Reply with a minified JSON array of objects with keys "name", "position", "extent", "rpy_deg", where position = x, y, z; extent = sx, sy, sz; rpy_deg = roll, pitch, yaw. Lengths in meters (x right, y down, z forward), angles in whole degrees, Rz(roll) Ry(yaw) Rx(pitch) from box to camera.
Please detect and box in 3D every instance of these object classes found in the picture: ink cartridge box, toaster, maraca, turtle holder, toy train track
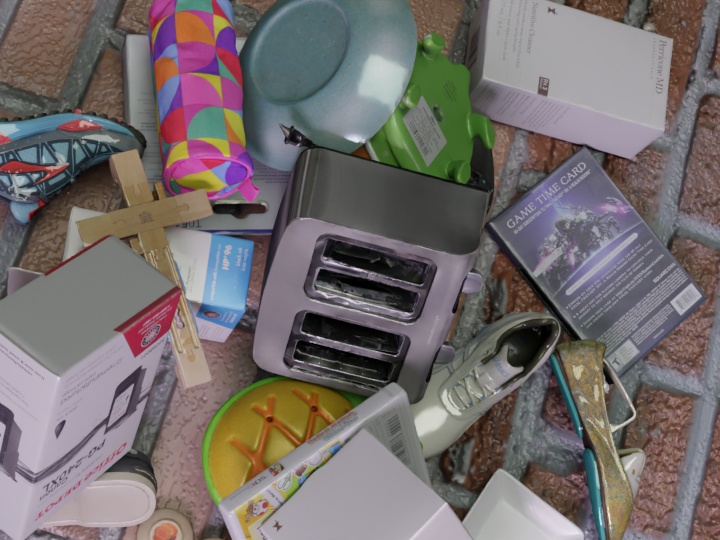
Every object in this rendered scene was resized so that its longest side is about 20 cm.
[{"name":"ink cartridge box","position":[-0.122,-0.123,1.289],"extent":[0.198,0.041,0.202],"rpy_deg":[-1,74,-15]},{"name":"ink cartridge box","position":[-0.202,0.002,1.192],"extent":[0.198,0.116,0.068],"rpy_deg":[11,71,-12]},{"name":"toaster","position":[0.000,0.000,1.178],"extent":[0.199,0.182,0.119],"rpy_deg":[15,36,-5]},{"name":"maraca","position":[-0.042,0.156,1.196],"extent":[0.199,0.107,0.138],"rpy_deg":[-12,84,-19]},{"name":"ink cartridge box","position":[-0.232,0.093,1.063],"extent":[0.083,0.201,0.145],"rpy_deg":[34,41,14]},{"name":"turtle holder","position":[0.036,-0.147,1.274],"extent":[0.141,0.131,0.187],"rpy_deg":[37,49,-41]},{"name":"toy train track","position":[-0.168,0.000,1.125],"extent":[0.114,0.033,0.201],"rpy_deg":[-16,83,-26]}]

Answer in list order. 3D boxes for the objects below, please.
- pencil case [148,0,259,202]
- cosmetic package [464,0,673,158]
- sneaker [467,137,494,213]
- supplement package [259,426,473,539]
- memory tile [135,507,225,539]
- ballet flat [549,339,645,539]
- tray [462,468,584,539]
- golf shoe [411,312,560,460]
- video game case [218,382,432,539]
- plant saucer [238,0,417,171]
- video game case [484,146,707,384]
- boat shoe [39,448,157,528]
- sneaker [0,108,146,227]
[{"name":"pencil case","position":[-0.141,-0.153,1.205],"extent":[0.088,0.089,0.201],"rpy_deg":[-2,62,-15]},{"name":"cosmetic package","position":[0.207,-0.198,1.378],"extent":[0.198,0.081,0.114],"rpy_deg":[12,70,-11]},{"name":"sneaker","position":[0.098,-0.059,1.311],"extent":[0.075,0.079,0.201],"rpy_deg":[15,70,-10]},{"name":"supplement package","position":[0.031,0.250,1.118],"extent":[0.121,0.120,0.200],"rpy_deg":[-43,133,-10]},{"name":"memory tile","position":[-0.164,0.319,1.166],"extent":[0.153,0.017,0.201],"rpy_deg":[33,69,-4]},{"name":"ballet flat","position":[0.233,0.160,1.287],"extent":[0.070,0.071,0.201],"rpy_deg":[-9,74,-17]},{"name":"tray","position":[0.114,0.292,1.245],"extent":[0.107,0.022,0.200],"rpy_deg":[37,69,-2]},{"name":"golf shoe","position":[0.103,0.099,1.258],"extent":[0.200,0.097,0.078],"rpy_deg":[-40,89,-20]},{"name":"video game case","position":[-0.017,0.217,1.161],"extent":[0.181,0.201,0.023],"rpy_deg":[-33,41,-21]},{"name":"plant saucer","position":[-0.045,-0.188,1.217],"extent":[0.039,0.200,0.202],"rpy_deg":[34,60,-52]},{"name":"video game case","position":[0.237,-0.008,1.366],"extent":[0.143,0.019,0.200],"rpy_deg":[-37,86,-21]},{"name":"boat shoe","position":[-0.273,0.176,1.167],"extent":[0.198,0.073,0.063],"rpy_deg":[6,30,-8]},{"name":"sneaker","position":[-0.288,-0.086,1.218],"extent":[0.198,0.079,0.096],"rpy_deg":[-6,82,0]}]
